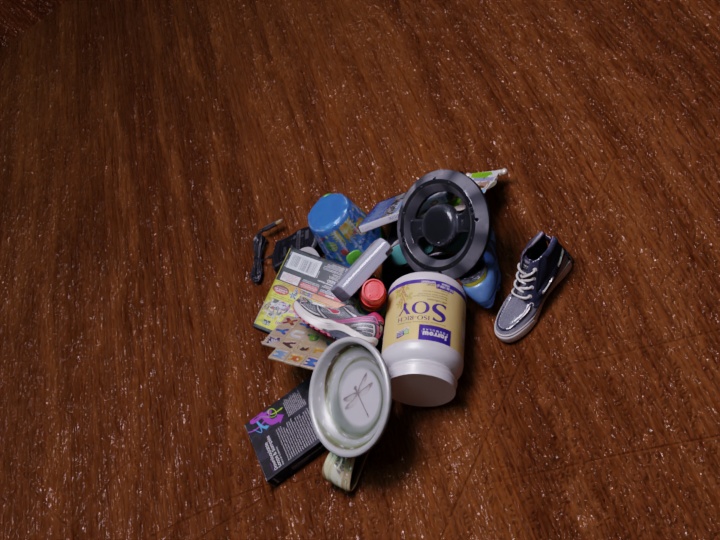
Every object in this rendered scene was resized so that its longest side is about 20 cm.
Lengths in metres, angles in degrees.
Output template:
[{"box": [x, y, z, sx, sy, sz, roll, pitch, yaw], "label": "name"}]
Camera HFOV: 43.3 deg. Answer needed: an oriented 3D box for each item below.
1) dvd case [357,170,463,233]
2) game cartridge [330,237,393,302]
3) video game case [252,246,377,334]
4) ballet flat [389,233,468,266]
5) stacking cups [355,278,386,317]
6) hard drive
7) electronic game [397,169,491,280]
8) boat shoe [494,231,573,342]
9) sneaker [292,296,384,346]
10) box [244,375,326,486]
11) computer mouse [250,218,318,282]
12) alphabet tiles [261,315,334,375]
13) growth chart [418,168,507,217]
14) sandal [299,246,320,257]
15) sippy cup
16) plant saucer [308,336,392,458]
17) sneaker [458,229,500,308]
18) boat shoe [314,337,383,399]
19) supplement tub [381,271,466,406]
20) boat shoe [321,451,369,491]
[{"box": [0.102, -0.135, 1.781, 0.199, 0.018, 0.143, -19, 16, 25], "label": "dvd case"}, {"box": [0.000, 0.000, 1.672, 0.133, 0.042, 0.200, -43, 2, -2], "label": "game cartridge"}, {"box": [-0.090, 0.065, 1.794, 0.199, 0.026, 0.182, 19, 75, 22], "label": "video game case"}, {"box": [0.149, -0.061, 1.696, 0.199, 0.072, 0.072, -17, 50, 24], "label": "ballet flat"}, {"box": [0.021, 0.049, 1.655, 0.060, 0.200, 0.061, 0, 76, 0], "label": "stacking cups"}, {"box": [0.110, -0.051, 1.788, 0.134, 0.042, 0.201, -5, 55, 31], "label": "hard drive"}, {"box": [0.147, -0.080, 1.624, 0.199, 0.041, 0.202, 0, 90, 40], "label": "electronic game"}, {"box": [0.287, 0.023, 1.578, 0.074, 0.093, 0.200, 24, 73, 42], "label": "boat shoe"}, {"box": [-0.039, 0.090, 1.644, 0.199, 0.081, 0.075, 23, 80, 35], "label": "sneaker"}, {"box": [-0.111, 0.287, 1.686, 0.199, 0.036, 0.143, -35, 45, 4], "label": "box"}, {"box": [-0.157, -0.057, 1.971, 0.199, 0.046, 0.141, -27, 50, 30], "label": "computer mouse"}, {"box": [-0.074, 0.130, 1.686, 0.199, 0.006, 0.166, 12, 34, 23], "label": "alphabet tiles"}, {"box": [0.194, -0.146, 1.740, 0.200, 0.018, 0.144, -36, 18, -32], "label": "growth chart"}, {"box": [-0.099, 0.049, 1.846, 0.082, 0.050, 0.204, -19, 63, 8], "label": "sandal"}, {"box": [-0.038, -0.084, 1.848, 0.177, 0.130, 0.140, 16, 68, 40], "label": "sippy cup"}, {"box": [-0.007, 0.214, 1.533, 0.199, 0.050, 0.202, -11, 74, 46], "label": "plant saucer"}, {"box": [0.225, -0.007, 1.673, 0.066, 0.079, 0.201, -23, 28, 25], "label": "sneaker"}, {"box": [-0.021, 0.181, 1.660, 0.074, 0.063, 0.200, 23, 51, 33], "label": "boat shoe"}, {"box": [0.111, 0.120, 1.586, 0.144, 0.145, 0.201, -12, 52, 26], "label": "supplement tub"}, {"box": [0.006, 0.288, 1.589, 0.062, 0.073, 0.201, 22, 82, 35], "label": "boat shoe"}]
